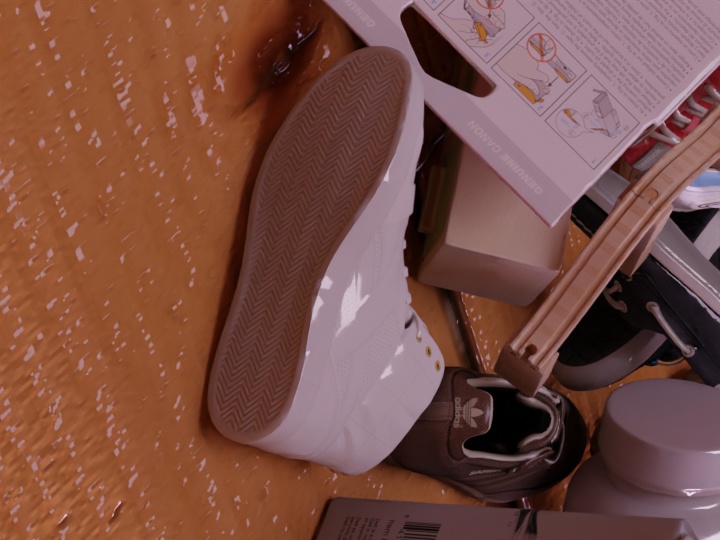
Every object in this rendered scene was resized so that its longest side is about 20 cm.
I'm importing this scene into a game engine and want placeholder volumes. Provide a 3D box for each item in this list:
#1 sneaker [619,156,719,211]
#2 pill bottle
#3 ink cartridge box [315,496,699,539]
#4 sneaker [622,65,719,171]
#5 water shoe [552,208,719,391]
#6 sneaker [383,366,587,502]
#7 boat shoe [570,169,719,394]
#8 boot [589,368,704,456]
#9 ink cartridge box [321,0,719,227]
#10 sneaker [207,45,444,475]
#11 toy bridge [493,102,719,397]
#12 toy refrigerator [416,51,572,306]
[{"bbox_3d":[0.253,-0.074,1.294,0.200,0.072,0.072,-4,58,-31],"label":"sneaker"},{"bbox_3d":[0.165,0.166,1.167,0.112,0.112,0.200,-29,131,-51],"label":"pill bottle"},{"bbox_3d":[0.062,0.192,0.987,0.083,0.200,0.147,53,49,-40],"label":"ink cartridge box"},{"bbox_3d":[0.185,-0.096,1.183,0.074,0.200,0.087,22,81,-28],"label":"sneaker"},{"bbox_3d":[0.182,0.030,1.272,0.200,0.071,0.079,-46,128,-44],"label":"water shoe"},{"bbox_3d":[0.083,0.091,1.127,0.200,0.075,0.071,10,81,-54],"label":"sneaker"},{"bbox_3d":[0.172,0.014,1.168,0.200,0.060,0.076,41,21,-5],"label":"boat shoe"},{"bbox_3d":[0.210,0.147,1.308,0.201,0.071,0.144,-21,104,-58],"label":"boot"},{"bbox_3d":[0.077,-0.141,1.061,0.200,0.045,0.176,45,70,2],"label":"ink cartridge box"},{"bbox_3d":[0.000,0.000,1.017,0.116,0.074,0.200,30,78,-53],"label":"sneaker"},{"bbox_3d":[0.142,-0.023,1.080,0.200,0.027,0.067,-47,167,-23],"label":"toy bridge"},{"bbox_3d":[0.082,-0.090,1.114,0.076,0.070,0.200,123,-21,-72],"label":"toy refrigerator"}]
